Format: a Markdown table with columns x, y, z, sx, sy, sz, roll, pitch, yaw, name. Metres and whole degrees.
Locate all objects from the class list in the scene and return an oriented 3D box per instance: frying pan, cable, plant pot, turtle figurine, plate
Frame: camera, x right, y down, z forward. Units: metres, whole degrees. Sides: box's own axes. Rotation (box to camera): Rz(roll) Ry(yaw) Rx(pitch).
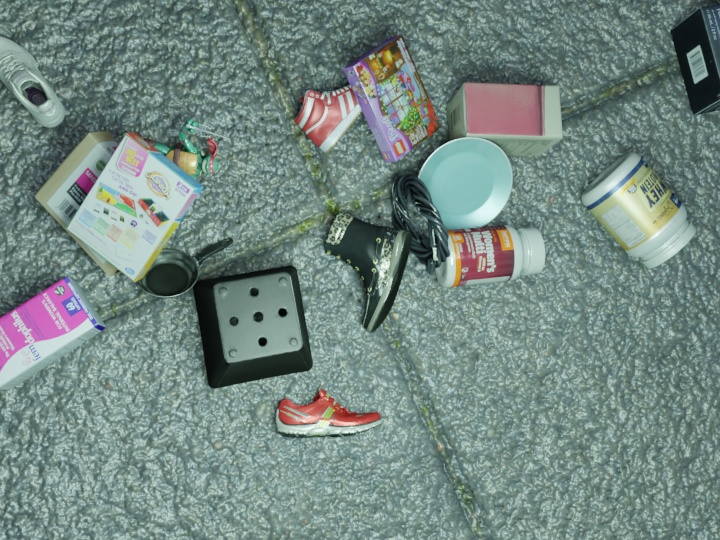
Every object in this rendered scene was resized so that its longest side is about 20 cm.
| x | y | z | sx | sy | sz | roll | pitch | yaw | name |
| --- | --- | --- | --- | --- | --- | --- | --- | --- | --- |
| -0.333 | -0.016 | 1.528 | 0.114 | 0.031 | 0.190 | 27 | 50 | 14 | frying pan |
| 0.105 | -0.098 | 1.551 | 0.050 | 0.164 | 0.202 | -19 | 67 | -12 | cable |
| -0.186 | 0.092 | 1.467 | 0.197 | 0.177 | 0.203 | -9 | 84 | -11 | plant pot |
| -0.337 | -0.198 | 1.523 | 0.197 | 0.101 | 0.152 | 3 | 89 | 1 | turtle figurine |
| 0.200 | -0.167 | 1.615 | 0.198 | 0.026 | 0.202 | -5 | 118 | -10 | plate |

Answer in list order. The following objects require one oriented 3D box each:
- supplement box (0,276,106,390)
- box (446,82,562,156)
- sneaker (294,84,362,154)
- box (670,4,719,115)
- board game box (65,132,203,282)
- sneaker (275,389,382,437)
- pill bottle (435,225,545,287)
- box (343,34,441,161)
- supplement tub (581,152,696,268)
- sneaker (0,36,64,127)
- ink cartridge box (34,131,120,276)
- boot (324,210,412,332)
| x | y | z | sx | sy | sz | roll | pitch | yaw | name |
| --- | --- | --- | --- | --- | --- | --- | --- | --- | --- |
| -0.559 | 0.111 | 1.434 | 0.199 | 0.103 | 0.102 | -35 | 89 | -12 | supplement box |
| 0.282 | -0.297 | 1.639 | 0.197 | 0.128 | 0.110 | 0 | 81 | -11 | box |
| -0.045 | -0.338 | 1.615 | 0.112 | 0.071 | 0.201 | 39 | 79 | -6 | sneaker |
| 0.800 | -0.458 | 1.765 | 0.196 | 0.123 | 0.202 | -12 | 84 | -13 | box |
| -0.383 | -0.107 | 1.406 | 0.153 | 0.040 | 0.201 | 38 | 103 | 0 | board game box |
| -0.056 | 0.261 | 1.518 | 0.197 | 0.077 | 0.086 | 1 | 76 | -11 | sneaker |
| 0.248 | -0.030 | 1.601 | 0.197 | 0.110 | 0.111 | -6 | 82 | -11 | pill bottle |
| 0.065 | -0.331 | 1.597 | 0.137 | 0.039 | 0.201 | -39 | 115 | -26 | box |
| 0.556 | -0.119 | 1.654 | 0.144 | 0.144 | 0.200 | -43 | 90 | -14 | supplement tub |
| -0.612 | -0.356 | 1.499 | 0.075 | 0.100 | 0.200 | -42 | 89 | -11 | sneaker |
| -0.449 | -0.120 | 1.473 | 0.200 | 0.075 | 0.165 | 46 | 104 | 0 | ink cartridge box |
| 0.001 | -0.001 | 1.573 | 0.152 | 0.073 | 0.206 | 22 | 103 | 16 | boot |
